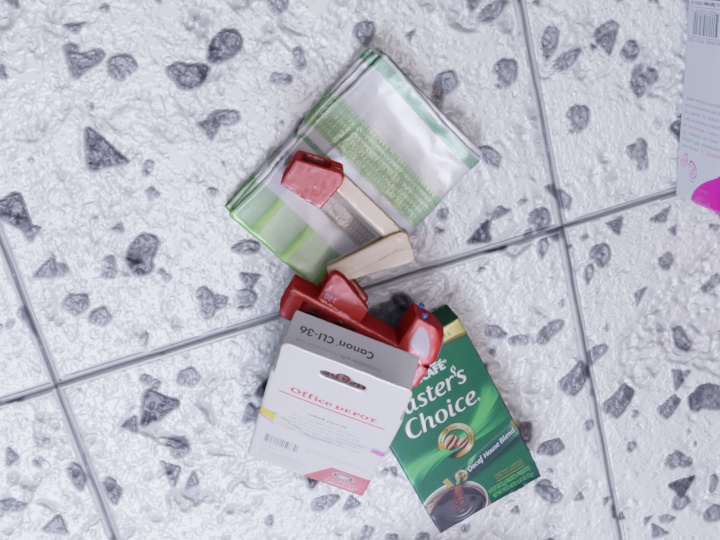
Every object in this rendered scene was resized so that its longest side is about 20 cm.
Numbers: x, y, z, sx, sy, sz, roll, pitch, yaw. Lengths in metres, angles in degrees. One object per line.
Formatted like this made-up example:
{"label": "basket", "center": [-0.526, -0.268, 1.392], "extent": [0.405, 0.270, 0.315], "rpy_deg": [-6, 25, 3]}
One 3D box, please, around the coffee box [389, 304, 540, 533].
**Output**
{"label": "coffee box", "center": [0.081, 0.147, 1.012], "extent": [0.123, 0.044, 0.200], "rpy_deg": [-28, 110, -2]}

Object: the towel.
{"label": "towel", "center": [-0.003, -0.080, 0.932], "extent": [0.149, 0.031, 0.200], "rpy_deg": [42, 94, -20]}

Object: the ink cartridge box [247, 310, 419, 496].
{"label": "ink cartridge box", "center": [-0.022, 0.109, 0.894], "extent": [0.116, 0.068, 0.200], "rpy_deg": [20, 143, -1]}

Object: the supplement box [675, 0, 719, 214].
{"label": "supplement box", "center": [0.364, -0.158, 0.954], "extent": [0.103, 0.101, 0.200], "rpy_deg": [-4, 108, -12]}

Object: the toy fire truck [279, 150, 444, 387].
{"label": "toy fire truck", "center": [0.000, 0.000, 0.908], "extent": [0.200, 0.049, 0.141], "rpy_deg": [29, 104, -10]}
